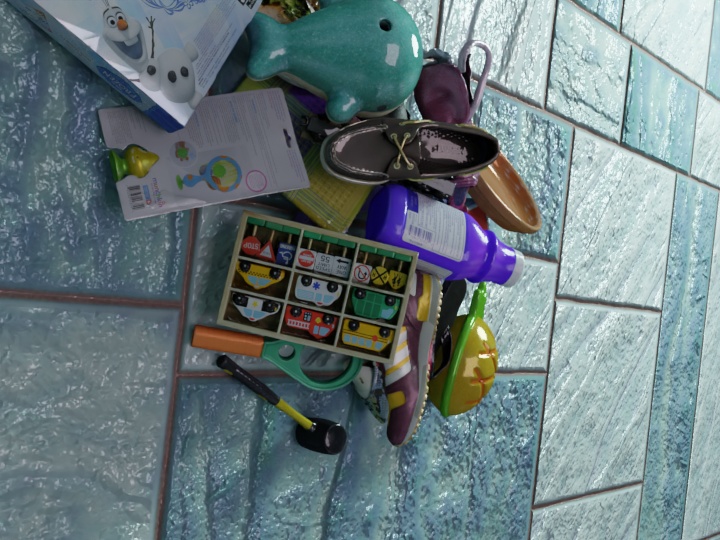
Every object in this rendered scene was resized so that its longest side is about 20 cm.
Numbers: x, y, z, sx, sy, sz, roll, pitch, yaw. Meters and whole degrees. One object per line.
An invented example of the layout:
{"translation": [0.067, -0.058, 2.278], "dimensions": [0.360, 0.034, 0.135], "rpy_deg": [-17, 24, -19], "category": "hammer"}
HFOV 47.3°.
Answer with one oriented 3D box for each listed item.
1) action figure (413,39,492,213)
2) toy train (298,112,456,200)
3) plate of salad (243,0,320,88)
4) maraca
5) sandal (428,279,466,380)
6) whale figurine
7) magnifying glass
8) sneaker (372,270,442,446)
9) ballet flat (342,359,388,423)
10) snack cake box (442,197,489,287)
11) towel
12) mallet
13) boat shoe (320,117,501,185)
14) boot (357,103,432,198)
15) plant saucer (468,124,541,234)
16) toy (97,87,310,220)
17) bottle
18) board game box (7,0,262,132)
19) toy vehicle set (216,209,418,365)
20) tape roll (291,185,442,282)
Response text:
{"translation": [0.119, -0.162, 1.002], "dimensions": [0.133, 0.147, 0.204], "rpy_deg": [-14, 94, -48], "category": "action figure"}
{"translation": [0.018, -0.129, 0.934], "dimensions": [0.197, 0.046, 0.035], "rpy_deg": [23, 85, -18], "category": "toy train"}
{"translation": [-0.050, -0.310, 0.948], "dimensions": [0.197, 0.048, 0.204], "rpy_deg": [3, 85, -29], "category": "plate of salad"}
{"translation": [0.151, 0.115, 1.195], "dimensions": [0.137, 0.105, 0.203], "rpy_deg": [70, 38, -70], "category": "maraca"}
{"translation": [0.099, 0.102, 1.109], "dimensions": [0.075, 0.045, 0.202], "rpy_deg": [25, 92, -58], "category": "sandal"}
{"translation": [-0.024, -0.240, 0.879], "dimensions": [0.196, 0.104, 0.162], "rpy_deg": [3, 74, -21], "category": "whale figurine"}
{"translation": [-0.091, 0.090, 0.927], "dimensions": [0.196, 0.022, 0.081], "rpy_deg": [12, 109, -16], "category": "magnifying glass"}
{"translation": [0.035, 0.098, 0.949], "dimensions": [0.088, 0.075, 0.204], "rpy_deg": [10, 88, -4], "category": "sneaker"}
{"translation": [0.007, 0.103, 1.083], "dimensions": [0.074, 0.073, 0.204], "rpy_deg": [-5, 96, -46], "category": "ballet flat"}
{"translation": [0.104, -0.022, 1.161], "dimensions": [0.199, 0.066, 0.117], "rpy_deg": [-25, 110, -43], "category": "snack cake box"}
{"translation": [-0.062, -0.142, 0.939], "dimensions": [0.199, 0.023, 0.145], "rpy_deg": [38, 61, -9], "category": "towel"}
{"translation": [-0.102, 0.160, 0.989], "dimensions": [0.199, 0.065, 0.042], "rpy_deg": [40, 64, -25], "category": "mallet"}
{"translation": [0.056, -0.130, 0.890], "dimensions": [0.196, 0.059, 0.073], "rpy_deg": [-2, 94, -19], "category": "boat shoe"}
{"translation": [0.048, -0.202, 1.072], "dimensions": [0.156, 0.079, 0.215], "rpy_deg": [11, 90, -45], "category": "boot"}
{"translation": [0.189, -0.132, 1.195], "dimensions": [0.200, 0.037, 0.202], "rpy_deg": [41, 27, -26], "category": "plant saucer"}
{"translation": [-0.162, -0.119, 0.854], "dimensions": [0.197, 0.047, 0.117], "rpy_deg": [-12, 80, -28], "category": "toy"}
{"translation": [0.102, -0.032, 0.972], "dimensions": [0.197, 0.065, 0.085], "rpy_deg": [19, 59, -23], "category": "bottle"}
{"translation": [-0.205, -0.276, 0.792], "dimensions": [0.198, 0.043, 0.202], "rpy_deg": [40, 65, -30], "category": "board game box"}
{"translation": [-0.046, 0.019, 0.895], "dimensions": [0.196, 0.027, 0.127], "rpy_deg": [13, 88, -3], "category": "toy vehicle set"}
{"translation": [0.000, 0.000, 1.001], "dimensions": [0.197, 0.065, 0.204], "rpy_deg": [1, 88, -23], "category": "tape roll"}
